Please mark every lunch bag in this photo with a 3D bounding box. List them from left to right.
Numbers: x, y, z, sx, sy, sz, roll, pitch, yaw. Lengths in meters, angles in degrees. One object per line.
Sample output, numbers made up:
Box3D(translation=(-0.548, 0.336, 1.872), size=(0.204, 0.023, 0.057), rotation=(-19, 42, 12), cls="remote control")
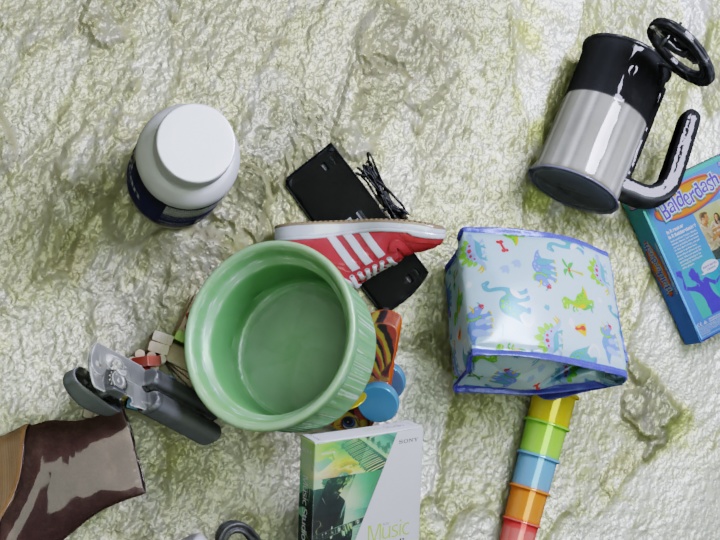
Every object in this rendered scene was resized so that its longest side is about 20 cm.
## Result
Box3D(translation=(0.203, 0.050, 1.494), size=(0.198, 0.128, 0.172), rotation=(1, 61, -8), cls="lunch bag")

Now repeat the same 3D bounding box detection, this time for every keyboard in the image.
Box3D(translation=(0.008, -0.057, 1.529), size=(0.104, 0.040, 0.201), rotation=(-36, 94, 7), cls="keyboard")

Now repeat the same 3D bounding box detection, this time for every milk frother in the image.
Box3D(translation=(0.309, -0.182, 1.523), size=(0.179, 0.200, 0.190), rotation=(19, 76, 19), cls="milk frother")

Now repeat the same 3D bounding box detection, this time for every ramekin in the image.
Box3D(translation=(-0.079, 0.078, 1.382), size=(0.198, 0.098, 0.202), rotation=(-6, 73, 21), cls="ramekin")

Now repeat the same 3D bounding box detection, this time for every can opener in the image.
Box3D(translation=(-0.232, 0.138, 1.380), size=(0.200, 0.066, 0.054), rotation=(39, 35, -47), cls="can opener")

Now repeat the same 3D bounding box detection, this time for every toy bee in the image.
Box3D(translation=(-0.005, 0.143, 1.454), size=(0.107, 0.131, 0.202), rotation=(2, 93, 9), cls="toy bee")

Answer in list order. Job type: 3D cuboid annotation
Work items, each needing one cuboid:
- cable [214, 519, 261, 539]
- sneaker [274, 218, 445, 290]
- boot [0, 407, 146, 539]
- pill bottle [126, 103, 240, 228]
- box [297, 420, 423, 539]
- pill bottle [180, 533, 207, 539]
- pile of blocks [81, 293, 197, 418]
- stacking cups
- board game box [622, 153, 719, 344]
Box3D(translation=(-0.088, 0.344, 1.422), size=(0.199, 0.050, 0.098), rotation=(31, 88, -19), cls="cable")
Box3D(translation=(0.000, 0.000, 1.473), size=(0.198, 0.071, 0.114), rotation=(-2, 83, 11), cls="sneaker")
Box3D(translation=(-0.307, 0.253, 1.362), size=(0.165, 0.072, 0.202), rotation=(-12, 78, -4), cls="boot")
Box3D(translation=(-0.189, -0.115, 1.388), size=(0.110, 0.200, 0.112), rotation=(2, 81, -15), cls="pill bottle")
Box3D(translation=(0.000, 0.270, 1.401), size=(0.143, 0.036, 0.202), rotation=(-4, 99, -34), cls="box")
Box3D(translation=(-0.161, 0.392, 1.374), size=(0.112, 0.112, 0.201), rotation=(-33, 92, -17), cls="pill bottle")
Box3D(translation=(-0.218, 0.105, 1.423), size=(0.200, 0.062, 0.082), rotation=(-40, 94, -16), cls="pile of blocks")
Box3D(translation=(0.208, 0.239, 1.527), size=(0.060, 0.060, 0.202), rotation=(16, 82, -13), cls="stacking cups")
Box3D(translation=(0.436, -0.030, 1.629), size=(0.151, 0.045, 0.202), rotation=(-23, 89, -16), cls="board game box")
